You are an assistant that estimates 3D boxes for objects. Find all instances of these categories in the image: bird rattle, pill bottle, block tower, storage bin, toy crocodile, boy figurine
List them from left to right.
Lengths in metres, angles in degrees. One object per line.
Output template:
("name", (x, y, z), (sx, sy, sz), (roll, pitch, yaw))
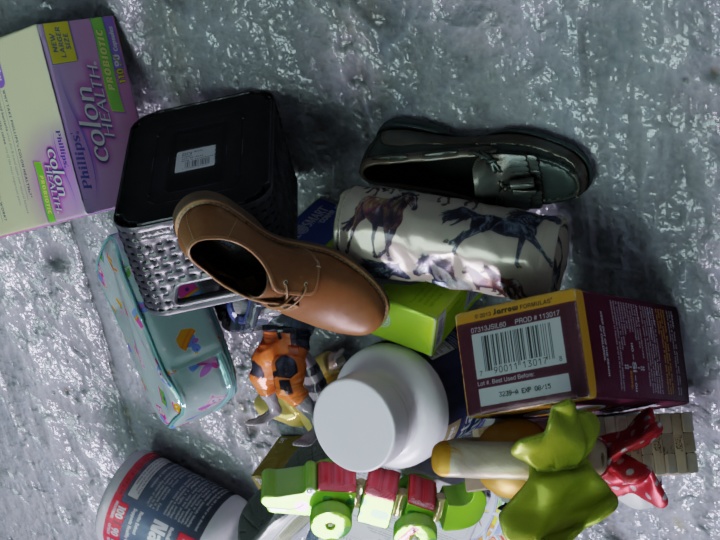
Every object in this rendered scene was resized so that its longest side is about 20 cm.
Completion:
("pill bottle", (-0.191, 0.299, 1.775), (0.199, 0.120, 0.120), (23, 135, 16))
("storage bin", (-0.130, -0.063, 1.348), (0.135, 0.200, 0.094), (-11, 122, 5))
("boy figurine", (-0.019, 0.135, 1.555), (0.199, 0.064, 0.125), (-6, 117, 39))
("toy crocodile", (0.011, 0.198, 1.362), (0.199, 0.068, 0.062), (9, 126, -2))
("pill bottle", (0.045, 0.111, 1.374), (0.111, 0.200, 0.112), (8, 105, 31))
("bird rattle", (0.145, 0.139, 1.203), (0.162, 0.200, 0.113), (1, 96, 25))
("block tower", (0.190, 0.153, 1.313), (0.058, 0.199, 0.054), (146, 120, -73))

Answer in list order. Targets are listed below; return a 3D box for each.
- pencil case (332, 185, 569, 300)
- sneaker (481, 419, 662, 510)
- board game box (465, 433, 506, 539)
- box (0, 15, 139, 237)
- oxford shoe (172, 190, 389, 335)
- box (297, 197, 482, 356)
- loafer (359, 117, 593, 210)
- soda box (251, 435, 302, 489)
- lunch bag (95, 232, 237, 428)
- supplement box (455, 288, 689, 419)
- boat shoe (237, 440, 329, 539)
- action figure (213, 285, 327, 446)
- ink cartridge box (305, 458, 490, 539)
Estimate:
("pencil case", (0.078, -0.017, 1.289), (0.199, 0.078, 0.090), (9, 139, 9))
("sneaker", (0.177, 0.182, 1.389), (0.199, 0.130, 0.079), (47, 155, -25))
("board game box", (0.119, 0.237, 1.502), (0.134, 0.034, 0.200), (33, 109, 6))
("box", (-0.310, -0.130, 1.469), (0.199, 0.097, 0.177), (-11, 95, 41))
("oxford shoe", (-0.062, 0.011, 1.240), (0.199, 0.071, 0.071), (25, 115, -23))
("box", (0.000, 0.000, 1.385), (0.199, 0.122, 0.048), (20, 125, 19))
("loafer", (0.093, -0.079, 1.297), (0.199, 0.063, 0.072), (11, 131, 28))
("soda box", (-0.014, 0.216, 1.618), (0.199, 0.068, 0.064), (-7, 122, 38))
("lunch bag", (-0.194, 0.052, 1.541), (0.201, 0.077, 0.160), (66, 163, 9))
("supplement box", (0.176, 0.073, 1.257), (0.110, 0.200, 0.086), (-13, 78, 33))
("boat shoe", (-0.048, 0.229, 1.559), (0.065, 0.075, 0.202), (23, 130, -29))
("action figure", (-0.081, 0.057, 1.499), (0.200, 0.104, 0.195), (-157, 63, -72))
("ink cartridge box", (0.021, 0.257, 1.462), (0.136, 0.076, 0.201), (21, 106, -5))
